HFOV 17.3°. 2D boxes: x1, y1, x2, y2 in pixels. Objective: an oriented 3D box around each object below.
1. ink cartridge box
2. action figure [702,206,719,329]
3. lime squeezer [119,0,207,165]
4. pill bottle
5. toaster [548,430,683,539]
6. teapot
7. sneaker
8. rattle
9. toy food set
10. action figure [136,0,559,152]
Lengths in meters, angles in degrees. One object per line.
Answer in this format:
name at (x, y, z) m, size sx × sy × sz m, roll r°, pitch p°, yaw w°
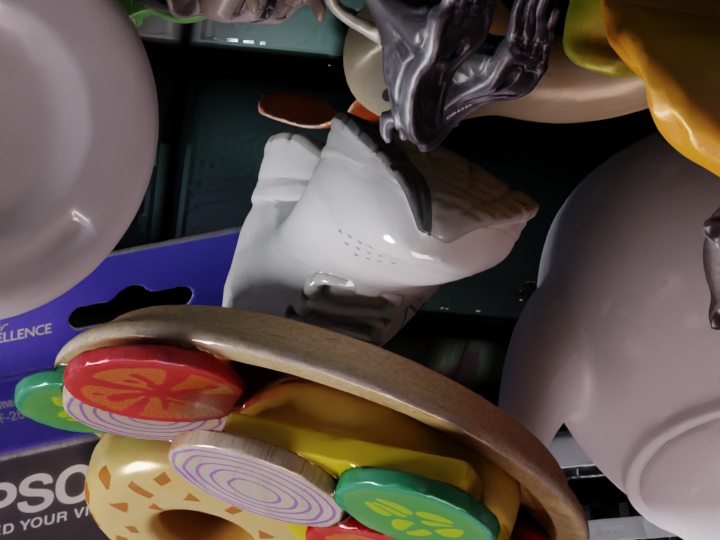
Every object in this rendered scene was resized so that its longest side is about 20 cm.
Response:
ink cartridge box at (-0.088, 0.081, 0.925) m, size 0.197 × 0.043 × 0.201 m, roll -12°, pitch 129°, yaw -26°
action figure at (0.205, 0.001, 0.776) m, size 0.193 × 0.201 × 0.105 m, roll -3°, pitch 140°, yaw -7°
lime squeezer at (-0.053, -0.086, 0.798) m, size 0.070 × 0.038 × 0.200 m, roll 20°, pitch 142°, yaw -27°
pill bottle at (-0.132, -0.048, 0.724) m, size 0.112 × 0.113 × 0.200 m, roll 12°, pitch -179°, yaw -16°
toaster at (0.098, 0.136, 1.054) m, size 0.199 × 0.114 × 0.129 m, roll -4°, pitch 154°, yaw 2°
teapot at (0.162, 0.044, 0.893) m, size 0.199 × 0.147 × 0.197 m, roll -22°, pitch 141°, yaw 30°
sneaker at (0.000, 0.000, 0.789) m, size 0.074 × 0.087 × 0.200 m, roll 25°, pitch 172°, yaw -10°
rattle at (0.052, -0.043, 0.774) m, size 0.200 × 0.143 × 0.130 m, roll -28°, pitch 156°, yaw 28°
toy food set at (-0.020, 0.070, 0.808) m, size 0.199 × 0.049 × 0.198 m, roll 11°, pitch 157°, yaw 21°
action figure at (-0.034, -0.114, 0.695) m, size 0.200 × 0.102 × 0.119 m, roll 32°, pitch -170°, yaw 23°
